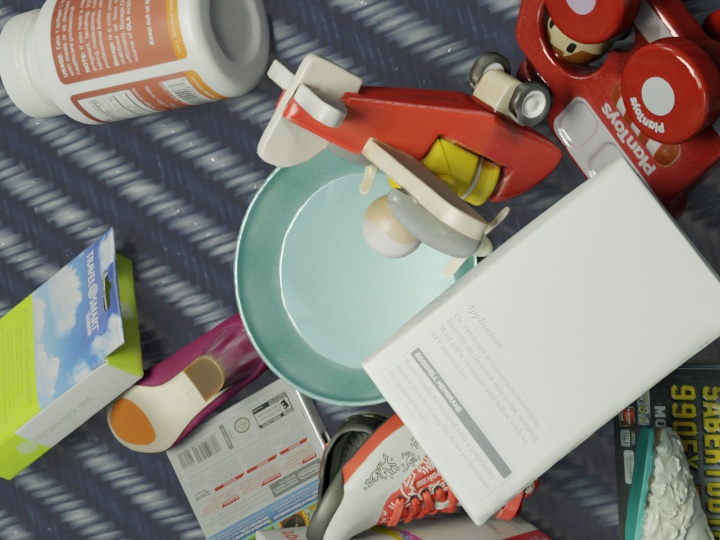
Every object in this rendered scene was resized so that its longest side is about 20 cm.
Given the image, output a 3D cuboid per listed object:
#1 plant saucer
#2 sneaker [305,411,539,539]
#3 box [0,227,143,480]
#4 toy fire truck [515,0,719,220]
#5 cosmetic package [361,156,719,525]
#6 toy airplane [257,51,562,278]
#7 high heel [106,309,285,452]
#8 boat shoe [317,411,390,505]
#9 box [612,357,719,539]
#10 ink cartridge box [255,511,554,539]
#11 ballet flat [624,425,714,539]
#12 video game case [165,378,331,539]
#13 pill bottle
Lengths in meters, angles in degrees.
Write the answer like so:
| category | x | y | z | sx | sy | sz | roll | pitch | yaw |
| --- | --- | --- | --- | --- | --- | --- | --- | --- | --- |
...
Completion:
| category | x | y | z | sx | sy | sz | roll | pitch | yaw |
| --- | --- | --- | --- | --- | --- | --- | --- | --- | --- |
| plant saucer | 0.000 | 0.000 | 1.305 | 0.198 | 0.036 | 0.202 | -1 | 88 | 23 |
| sneaker | 0.059 | 0.146 | 1.220 | 0.108 | 0.201 | 0.067 | 39 | 143 | 13 |
| box | -0.247 | 0.069 | 1.428 | 0.199 | 0.047 | 0.123 | -36 | 47 | 28 |
| toy fire truck | 0.176 | -0.137 | 1.171 | 0.201 | 0.112 | 0.168 | 53 | 138 | 10 |
| cosmetic package | 0.116 | 0.041 | 1.097 | 0.199 | 0.199 | 0.123 | -37 | 87 | 1 |
| toy airplane | 0.021 | -0.074 | 1.176 | 0.197 | 0.200 | 0.142 | 18 | 113 | 16 |
| high heel | -0.132 | 0.085 | 1.406 | 0.068 | 0.096 | 0.200 | 52 | 138 | 2 |
| boat shoe | -0.002 | 0.210 | 1.313 | 0.073 | 0.063 | 0.204 | 4 | 94 | 15 |
| box | 0.256 | 0.161 | 1.189 | 0.157 | 0.048 | 0.202 | 0 | 96 | 30 |
| ink cartridge box | 0.037 | 0.228 | 1.210 | 0.198 | 0.147 | 0.087 | -2 | 97 | -16 |
| ballet flat | 0.202 | 0.199 | 1.168 | 0.071 | 0.072 | 0.202 | 17 | 106 | 26 |
| video game case | -0.062 | 0.201 | 1.387 | 0.143 | 0.018 | 0.201 | -30 | 81 | 28 |
| pill bottle | -0.179 | -0.176 | 1.350 | 0.198 | 0.112 | 0.113 | -7 | 93 | 29 |
